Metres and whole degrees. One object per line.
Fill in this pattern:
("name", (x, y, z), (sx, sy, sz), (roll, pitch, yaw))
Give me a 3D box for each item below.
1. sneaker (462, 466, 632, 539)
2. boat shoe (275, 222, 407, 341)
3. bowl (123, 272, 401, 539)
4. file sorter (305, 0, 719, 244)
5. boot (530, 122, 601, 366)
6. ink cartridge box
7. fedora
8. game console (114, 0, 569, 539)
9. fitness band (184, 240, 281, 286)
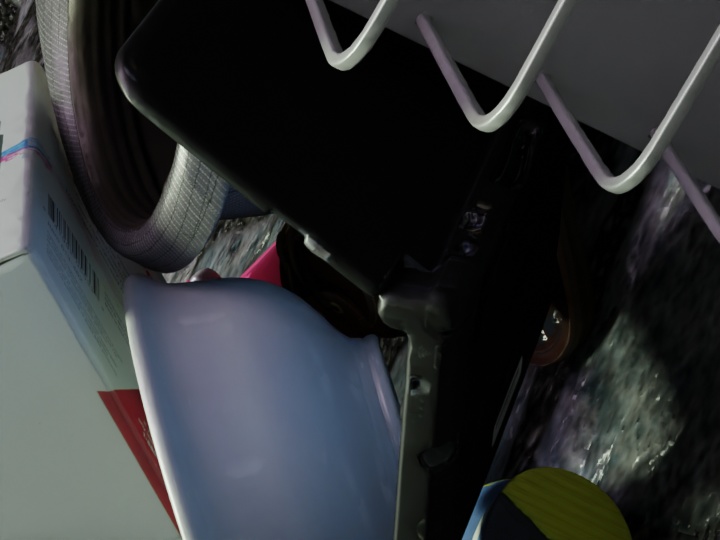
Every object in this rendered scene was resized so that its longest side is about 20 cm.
("sneaker", (0.024, 0.161, 0.871), (0.201, 0.074, 0.082), (-60, 18, -13))
("boat shoe", (0.000, 0.000, 1.064), (0.200, 0.067, 0.072), (76, 179, -83))
("bowl", (-0.022, 0.085, 1.016), (0.201, 0.090, 0.202), (-17, -90, -90))
("file sorter", (0.095, -0.094, 0.781), (0.139, 0.199, 0.125), (-60, 19, 18))
("boot", (0.078, -0.055, 1.034), (0.075, 0.097, 0.201), (-43, 56, 45))
("ink cartridge box", (-0.138, 0.023, 1.066), (0.082, 0.146, 0.200), (-25, 25, 5))
("fedora", (-0.058, -0.095, 1.022), (0.200, 0.090, 0.177), (-116, 35, -42))
("game console", (-0.001, -0.021, 0.856), (0.200, 0.116, 0.177), (-62, -21, -57))
("fitness band", (-0.068, 0.020, 1.296), (0.200, 0.037, 0.144), (-42, -2, 36))
